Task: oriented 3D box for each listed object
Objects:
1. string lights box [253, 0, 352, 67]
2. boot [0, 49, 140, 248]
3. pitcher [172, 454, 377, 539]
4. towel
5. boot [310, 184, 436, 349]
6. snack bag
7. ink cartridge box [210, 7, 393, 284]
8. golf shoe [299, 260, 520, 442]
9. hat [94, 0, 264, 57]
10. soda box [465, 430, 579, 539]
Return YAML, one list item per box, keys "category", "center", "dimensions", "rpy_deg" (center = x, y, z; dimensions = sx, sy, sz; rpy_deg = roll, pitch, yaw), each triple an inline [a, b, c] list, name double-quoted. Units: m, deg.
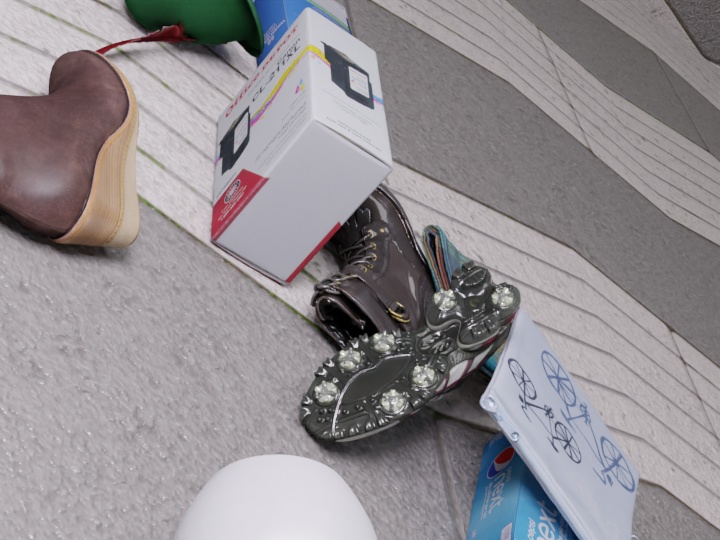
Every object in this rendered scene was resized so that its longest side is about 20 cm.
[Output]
- category: "string lights box"
  center: [-0.058, -0.238, 1.402]
  dimensions: [0.103, 0.059, 0.200]
  rpy_deg: [29, 30, -29]
- category: "boot"
  center: [-0.238, -0.111, 0.927]
  dimensions: [0.166, 0.072, 0.200]
  rpy_deg: [23, 37, -43]
- category: "pitcher"
  center: [-0.069, 0.197, 0.692]
  dimensions: [0.171, 0.121, 0.200]
  rpy_deg: [17, 46, -20]
- category: "towel"
  center: [0.123, 0.054, 1.206]
  dimensions: [0.200, 0.022, 0.147]
  rpy_deg: [38, 31, -50]
- category: "boot"
  center: [0.000, 0.000, 1.122]
  dimensions: [0.200, 0.069, 0.174]
  rpy_deg: [49, 25, 3]
- category: "snack bag"
  center: [0.163, 0.140, 1.042]
  dimensions: [0.189, 0.021, 0.200]
  rpy_deg: [55, 22, -7]
- category: "ink cartridge box"
  center: [-0.054, -0.110, 1.117]
  dimensions: [0.083, 0.146, 0.200]
  rpy_deg: [30, 29, -24]
- category: "golf shoe"
  center: [0.044, 0.080, 1.006]
  dimensions: [0.200, 0.088, 0.077]
  rpy_deg: [-33, 57, -21]
- category: "hat"
  center: [-0.206, -0.237, 1.230]
  dimensions: [0.166, 0.176, 0.200]
  rpy_deg: [51, -12, 18]
- category: "soda box"
  center: [0.133, 0.192, 1.041]
  dimensions: [0.068, 0.064, 0.200]
  rpy_deg: [41, 26, -8]
